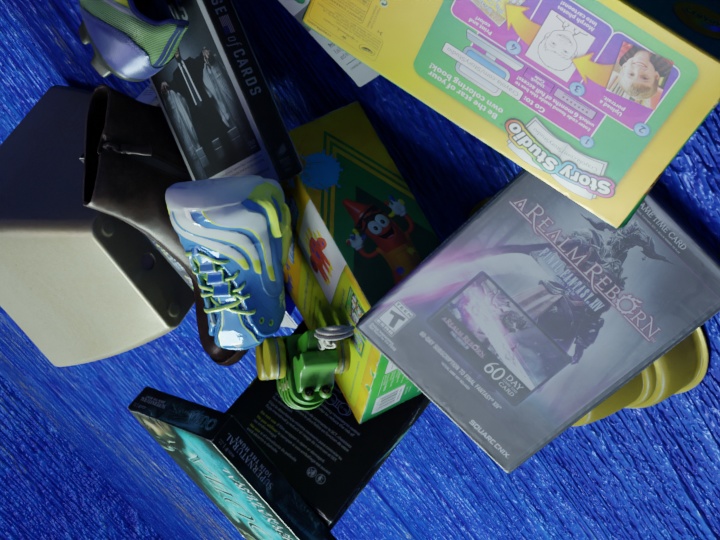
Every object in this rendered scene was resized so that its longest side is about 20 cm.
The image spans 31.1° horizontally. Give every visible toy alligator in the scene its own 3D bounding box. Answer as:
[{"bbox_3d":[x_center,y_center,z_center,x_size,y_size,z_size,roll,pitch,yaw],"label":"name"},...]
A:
[{"bbox_3d":[-0.036,0.071,0.916,0.200,0.059,0.055,158,107,-76],"label":"toy alligator"}]

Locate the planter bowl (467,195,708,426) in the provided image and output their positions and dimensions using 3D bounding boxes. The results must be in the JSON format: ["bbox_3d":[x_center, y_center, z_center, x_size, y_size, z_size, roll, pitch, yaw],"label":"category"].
[{"bbox_3d":[0.133,0.048,0.900,0.200,0.084,0.201,35,158,16],"label":"planter bowl"}]

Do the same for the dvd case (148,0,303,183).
[{"bbox_3d":[-0.115,-0.146,0.921,0.150,0.025,0.202,-14,100,64],"label":"dvd case"}]

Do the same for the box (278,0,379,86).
[{"bbox_3d":[-0.026,-0.208,0.733,0.200,0.041,0.156,47,157,-12],"label":"box"}]

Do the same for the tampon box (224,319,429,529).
[{"bbox_3d":[-0.022,0.118,1.131,0.126,0.200,0.150,37,157,8],"label":"tampon box"}]

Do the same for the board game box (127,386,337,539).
[{"bbox_3d":[-0.093,0.180,1.057,0.135,0.028,0.201,9,141,51],"label":"board game box"}]

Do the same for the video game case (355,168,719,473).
[{"bbox_3d":[0.113,0.022,0.801,0.143,0.019,0.200,43,118,-8],"label":"video game case"}]

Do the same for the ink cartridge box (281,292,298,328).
[{"bbox_3d":[-0.130,0.010,1.327,0.095,0.037,0.199,52,158,-25],"label":"ink cartridge box"}]

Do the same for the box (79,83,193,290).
[{"bbox_3d":[-0.134,-0.059,1.100,0.035,0.110,0.200,8,141,53],"label":"box"}]

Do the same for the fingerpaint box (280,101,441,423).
[{"bbox_3d":[0.000,0.000,0.968,0.168,0.073,0.200,60,164,19],"label":"fingerpaint box"}]

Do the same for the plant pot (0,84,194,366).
[{"bbox_3d":[-0.230,-0.040,1.209,0.176,0.200,0.201,3,139,41],"label":"plant pot"}]

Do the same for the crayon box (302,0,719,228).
[{"bbox_3d":[0.080,-0.123,0.631,0.199,0.058,0.119,33,141,3],"label":"crayon box"}]

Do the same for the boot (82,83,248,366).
[{"bbox_3d":[-0.151,-0.032,1.014,0.072,0.202,0.166,-9,165,42],"label":"boot"}]

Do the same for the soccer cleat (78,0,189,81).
[{"bbox_3d":[-0.176,-0.226,0.889,0.083,0.064,0.201,-34,77,32],"label":"soccer cleat"}]

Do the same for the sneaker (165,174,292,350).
[{"bbox_3d":[-0.079,-0.002,0.873,0.075,0.106,0.200,-6,174,8],"label":"sneaker"}]
